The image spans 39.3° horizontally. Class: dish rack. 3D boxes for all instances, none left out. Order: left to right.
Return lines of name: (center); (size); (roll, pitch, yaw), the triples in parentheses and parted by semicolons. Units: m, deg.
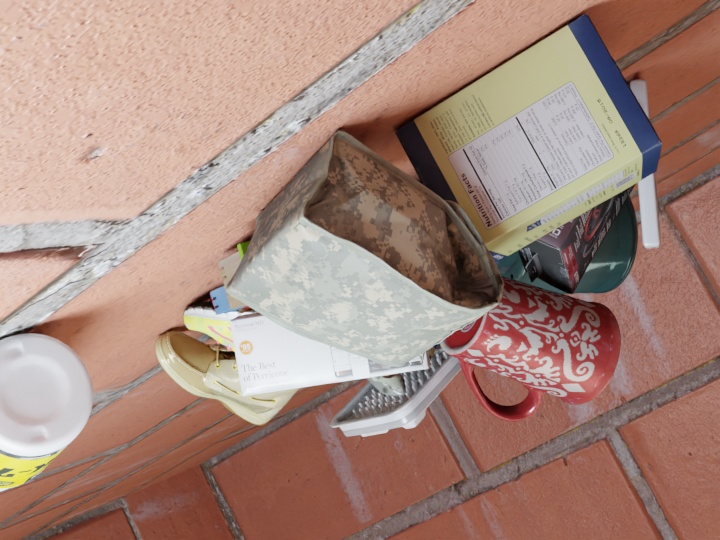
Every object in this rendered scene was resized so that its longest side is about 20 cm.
dish rack: (0.066, 0.151, 1.326); (0.200, 0.044, 0.171); (-41, -167, -37)

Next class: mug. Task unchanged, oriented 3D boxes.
mug: (0.199, 0.098, 1.246); (0.198, 0.179, 0.133); (19, 174, -27)

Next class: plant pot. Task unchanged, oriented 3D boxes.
plant pot: (0.286, -0.052, 1.542); (0.186, 0.202, 0.200); (-8, 163, -26)

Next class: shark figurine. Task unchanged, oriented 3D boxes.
shark figurine: (0.039, 0.097, 1.346); (0.127, 0.090, 0.215); (8, -140, 23)

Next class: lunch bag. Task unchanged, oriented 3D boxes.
lunch bag: (0.010, -0.002, 0.893); (0.164, 0.199, 0.118); (-39, -156, 51)

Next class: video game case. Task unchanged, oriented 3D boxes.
video game case: (0.367, -0.130, 1.292); (0.023, 0.203, 0.182); (-4, 179, 16)

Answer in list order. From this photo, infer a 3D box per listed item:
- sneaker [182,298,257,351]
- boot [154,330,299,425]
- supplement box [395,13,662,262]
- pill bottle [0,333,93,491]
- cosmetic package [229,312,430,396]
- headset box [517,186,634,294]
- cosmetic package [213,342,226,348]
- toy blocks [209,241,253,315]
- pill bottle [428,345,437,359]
sneaker: (-0.119, 0.080, 1.146); (0.198, 0.091, 0.078); (8, -165, 27)
boot: (-0.141, 0.105, 1.261); (0.155, 0.073, 0.199); (-37, 124, 26)
supplement box: (0.167, -0.114, 0.973); (0.199, 0.135, 0.200); (-30, 171, 12)
pill bottle: (-0.341, 0.147, 0.979); (0.114, 0.115, 0.200); (-21, 169, -37)
cosmetic package: (-0.031, 0.074, 1.051); (0.198, 0.084, 0.051); (-10, -179, 7)
headset box: (0.261, -0.076, 1.244); (0.201, 0.075, 0.149); (-58, 154, -10)
cosmetic package: (-0.120, 0.103, 1.408); (0.198, 0.052, 0.151); (-19, -178, 7)
toy blocks: (-0.083, 0.003, 1.063); (0.199, 0.101, 0.136); (-12, 173, -46)
pill bottle: (0.067, -0.001, 1.138); (0.202, 0.111, 0.112); (-63, 175, -9)
